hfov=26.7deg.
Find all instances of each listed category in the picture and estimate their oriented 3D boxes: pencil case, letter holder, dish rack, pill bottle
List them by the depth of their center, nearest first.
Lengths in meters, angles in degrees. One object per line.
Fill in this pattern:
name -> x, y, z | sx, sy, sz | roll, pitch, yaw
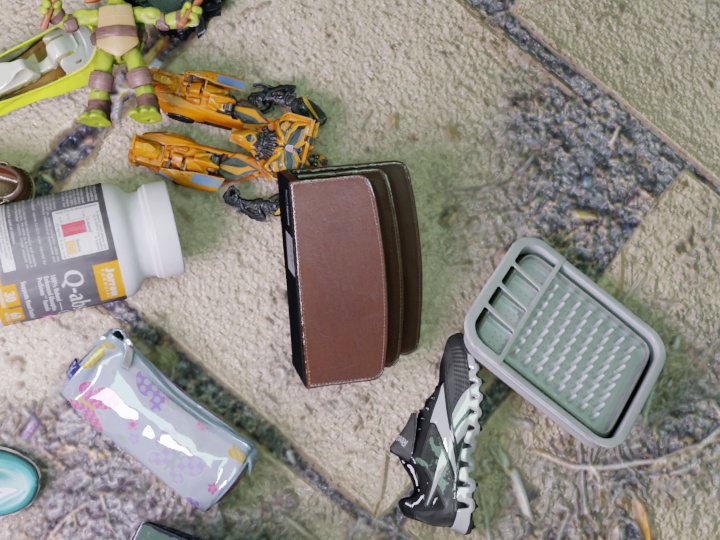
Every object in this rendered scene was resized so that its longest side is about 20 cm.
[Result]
pill bottle -> -0.278, -0.021, 1.482 | 0.198, 0.116, 0.117 | -13, 84, -8
pencil case -> -0.195, 0.145, 1.484 | 0.200, 0.083, 0.091 | 41, 102, 0
letter holder -> 0.000, 0.000, 1.491 | 0.141, 0.101, 0.202 | -6, 100, -9
dish rack -> 0.201, 0.078, 1.532 | 0.199, 0.044, 0.172 | 38, 50, 0

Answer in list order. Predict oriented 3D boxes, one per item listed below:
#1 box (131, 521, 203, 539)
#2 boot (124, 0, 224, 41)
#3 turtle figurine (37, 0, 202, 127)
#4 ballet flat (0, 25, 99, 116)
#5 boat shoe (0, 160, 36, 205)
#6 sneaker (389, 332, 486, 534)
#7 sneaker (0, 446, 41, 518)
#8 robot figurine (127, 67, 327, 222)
box -> -0.135, 0.322, 1.407 | 0.199, 0.198, 0.124 | 24, 78, -3
boot -> -0.201, -0.346, 1.563 | 0.198, 0.073, 0.163 | 39, 86, 2
turtle figurine -> -0.249, -0.225, 1.495 | 0.198, 0.064, 0.163 | -1, 81, -11
ballet flat -> -0.324, -0.207, 1.527 | 0.199, 0.067, 0.067 | -28, 84, -9
boat shoe -> -0.425, -0.086, 1.495 | 0.200, 0.075, 0.075 | -4, 82, -7
sneaker -> 0.075, 0.161, 1.520 | 0.090, 0.066, 0.202 | 5, 84, -8
sneaker -> -0.407, 0.196, 1.453 | 0.198, 0.080, 0.078 | 12, 82, -12
robot figurine -> -0.129, -0.133, 1.542 | 0.198, 0.058, 0.146 | 13, 82, -4
